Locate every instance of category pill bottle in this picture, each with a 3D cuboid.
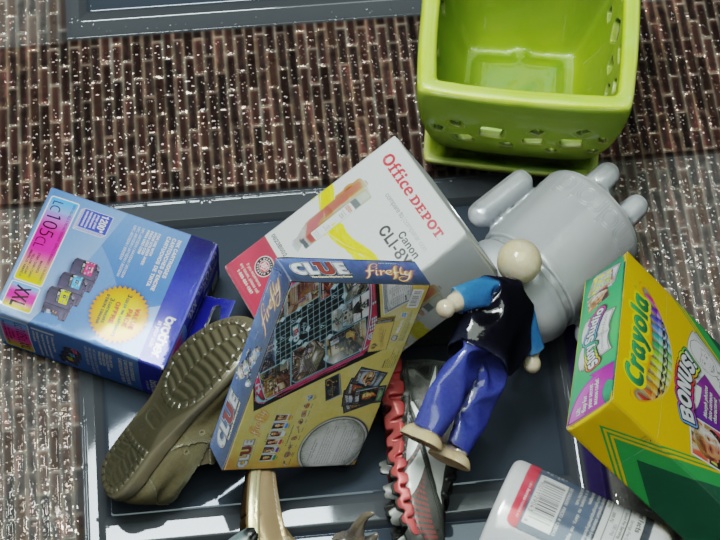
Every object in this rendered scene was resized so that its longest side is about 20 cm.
[{"bbox_3d":[0.198,0.254,1.484,0.198,0.120,0.120,24,66,9],"label":"pill bottle"}]

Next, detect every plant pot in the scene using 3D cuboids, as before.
[{"bbox_3d":[0.152,-0.197,1.656,0.197,0.182,0.201,6,65,2],"label":"plant pot"}]

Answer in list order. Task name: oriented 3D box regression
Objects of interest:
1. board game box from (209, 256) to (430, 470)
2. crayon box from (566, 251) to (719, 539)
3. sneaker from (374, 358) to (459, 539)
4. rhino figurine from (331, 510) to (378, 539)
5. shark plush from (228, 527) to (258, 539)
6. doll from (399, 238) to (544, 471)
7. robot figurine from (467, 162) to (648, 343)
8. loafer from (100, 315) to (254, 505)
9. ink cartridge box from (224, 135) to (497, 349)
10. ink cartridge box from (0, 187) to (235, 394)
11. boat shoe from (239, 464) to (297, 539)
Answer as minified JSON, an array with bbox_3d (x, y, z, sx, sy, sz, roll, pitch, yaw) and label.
[{"bbox_3d":[-0.036,0.081,1.478,0.134,0.201,0.035,2,35,-31],"label":"board game box"},{"bbox_3d":[0.258,0.109,1.498,0.172,0.058,0.201,43,33,-20],"label":"crayon box"},{"bbox_3d":[0.062,0.164,1.547,0.097,0.071,0.203,-5,64,-2],"label":"sneaker"},{"bbox_3d":[0.009,0.287,1.414,0.086,0.060,0.203,5,105,17],"label":"rhino figurine"},{"bbox_3d":[-0.146,0.279,1.449,0.199,0.083,0.092,-31,67,28],"label":"shark plush"},{"bbox_3d":[0.104,0.063,1.497,0.048,0.136,0.201,12,70,49],"label":"doll"},{"bbox_3d":[0.174,-0.012,1.609,0.170,0.113,0.200,46,71,3],"label":"robot figurine"},{"bbox_3d":[-0.146,0.125,1.533,0.200,0.067,0.076,-47,43,9],"label":"loafer"},{"bbox_3d":[0.000,0.000,1.563,0.199,0.083,0.146,-37,51,4],"label":"ink cartridge box"},{"bbox_3d":[-0.214,0.025,1.602,0.198,0.077,0.138,19,66,5],"label":"ink cartridge box"},{"bbox_3d":[-0.066,0.264,1.502,0.064,0.071,0.202,-5,75,-9],"label":"boat shoe"}]
